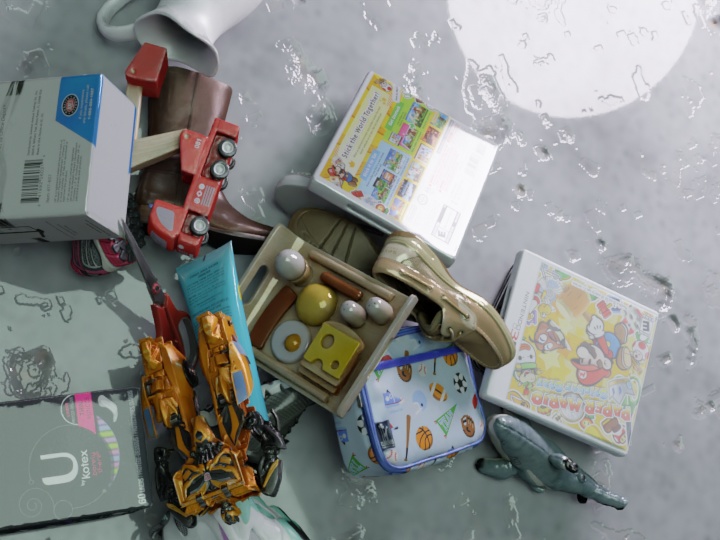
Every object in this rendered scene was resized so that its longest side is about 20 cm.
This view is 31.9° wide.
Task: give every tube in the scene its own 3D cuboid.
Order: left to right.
[{"bbox_3d":[-0.143,0.075,1.313,0.077,0.050,0.203,-23,71,20],"label":"tube"}]

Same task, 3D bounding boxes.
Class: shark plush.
[{"bbox_3d":[0.218,0.232,1.452,0.200,0.083,0.091,43,66,-7],"label":"shark plush"}]

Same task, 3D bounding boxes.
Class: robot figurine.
[{"bbox_3d":[-0.153,0.151,1.239,0.143,0.058,0.202,-23,68,14],"label":"robot figurine"}]

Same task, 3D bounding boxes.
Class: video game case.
[{"bbox_3d":[0.054,-0.119,1.438,0.180,0.023,0.201,29,50,-4],"label":"video game case"},{"bbox_3d":[0.247,0.097,1.472,0.198,0.023,0.184,24,71,-17],"label":"video game case"}]

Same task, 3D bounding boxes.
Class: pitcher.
[{"bbox_3d":[-0.192,-0.325,1.417,0.169,0.122,0.202,15,61,19],"label":"pitcher"}]

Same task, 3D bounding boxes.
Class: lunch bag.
[{"bbox_3d":[0.047,0.136,1.382,0.198,0.075,0.163,-6,82,-47],"label":"lunch bag"}]

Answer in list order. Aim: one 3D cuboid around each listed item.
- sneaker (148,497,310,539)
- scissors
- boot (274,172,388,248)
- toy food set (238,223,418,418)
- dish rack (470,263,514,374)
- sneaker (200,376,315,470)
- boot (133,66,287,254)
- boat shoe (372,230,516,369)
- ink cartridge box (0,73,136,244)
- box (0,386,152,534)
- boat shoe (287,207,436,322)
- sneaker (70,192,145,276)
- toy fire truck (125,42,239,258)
[{"bbox_3d":[-0.135,0.302,1.313,0.200,0.078,0.140,43,87,-22],"label":"sneaker"},{"bbox_3d":[-0.208,0.025,1.312,0.073,0.014,0.203,-39,127,-47],"label":"scissors"},{"bbox_3d":[-0.001,-0.091,1.462,0.198,0.074,0.097,20,55,-16],"label":"boot"},{"bbox_3d":[-0.052,0.049,1.316,0.144,0.199,0.060,-57,144,-7],"label":"toy food set"},{"bbox_3d":[0.245,0.095,1.514,0.199,0.054,0.155,34,69,-13],"label":"dish rack"},{"bbox_3d":[-0.102,0.167,1.357,0.198,0.066,0.092,-20,88,-20],"label":"sneaker"},{"bbox_3d":[-0.157,-0.128,1.409,0.184,0.064,0.203,12,70,-19],"label":"boot"},{"bbox_3d":[0.088,0.047,1.371,0.200,0.071,0.065,43,54,-15],"label":"boat shoe"},{"bbox_3d":[-0.337,-0.108,1.268,0.197,0.084,0.148,-2,74,17],"label":"ink cartridge box"},{"bbox_3d":[-0.316,0.191,1.244,0.197,0.106,0.124,-6,79,-22],"label":"box"},{"bbox_3d":[0.000,0.000,1.435,0.198,0.065,0.073,30,73,-8],"label":"boat shoe"},{"bbox_3d":[-0.289,-0.093,1.344,0.080,0.074,0.203,23,51,-54],"label":"sneaker"},{"bbox_3d":[-0.204,-0.127,1.342,0.139,0.049,0.203,19,74,-3],"label":"toy fire truck"}]
